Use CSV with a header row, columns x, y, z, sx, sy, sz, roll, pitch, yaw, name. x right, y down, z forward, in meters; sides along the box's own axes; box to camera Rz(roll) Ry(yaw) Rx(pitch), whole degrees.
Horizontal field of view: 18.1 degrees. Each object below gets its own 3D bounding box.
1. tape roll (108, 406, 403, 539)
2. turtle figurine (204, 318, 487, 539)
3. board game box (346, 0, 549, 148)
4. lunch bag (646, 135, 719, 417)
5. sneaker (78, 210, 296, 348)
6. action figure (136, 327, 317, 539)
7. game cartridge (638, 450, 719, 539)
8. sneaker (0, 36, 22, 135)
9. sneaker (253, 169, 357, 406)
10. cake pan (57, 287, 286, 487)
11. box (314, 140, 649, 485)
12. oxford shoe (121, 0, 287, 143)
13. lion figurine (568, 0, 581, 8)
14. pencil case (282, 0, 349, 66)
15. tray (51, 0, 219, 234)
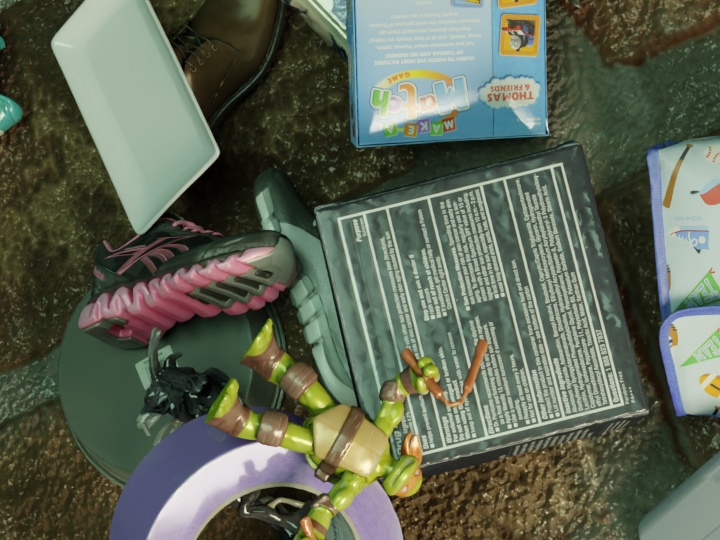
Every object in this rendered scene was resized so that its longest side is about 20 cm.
x,y,z,sx,sy,sz,roll,pitch,yaw,name
-0.074,0.204,1.607,0.201,0.199,0.085,-59,25,1,tape roll
-0.013,0.103,1.533,0.161,0.064,0.201,33,78,-3,turtle figurine
0.064,-0.197,1.693,0.150,0.037,0.202,-4,101,-10,board game box
0.295,0.003,1.596,0.168,0.124,0.202,-2,95,19,lunch bag
-0.135,-0.009,1.734,0.199,0.079,0.096,-17,57,31,sneaker
-0.111,0.142,1.687,0.102,0.119,0.200,-44,98,-14,action figure
0.282,0.228,1.569,0.201,0.040,0.133,55,130,17,game cartridge
-0.343,-0.198,1.913,0.079,0.078,0.201,-20,77,-5,sneaker
0.000,0.000,1.738,0.115,0.075,0.201,-24,82,10,sneaker
-0.156,0.077,1.793,0.198,0.037,0.202,-4,78,19,cake pan
0.084,0.034,1.630,0.197,0.123,0.202,-13,82,-1,box
-0.123,-0.171,1.807,0.072,0.084,0.201,29,89,25,oxford shoe
0.102,-0.285,1.753,0.122,0.072,0.202,-15,78,25,lion figurine
-0.038,-0.230,1.759,0.200,0.089,0.078,42,117,7,pencil case
-0.172,-0.136,1.767,0.107,0.022,0.201,-42,60,29,tray
